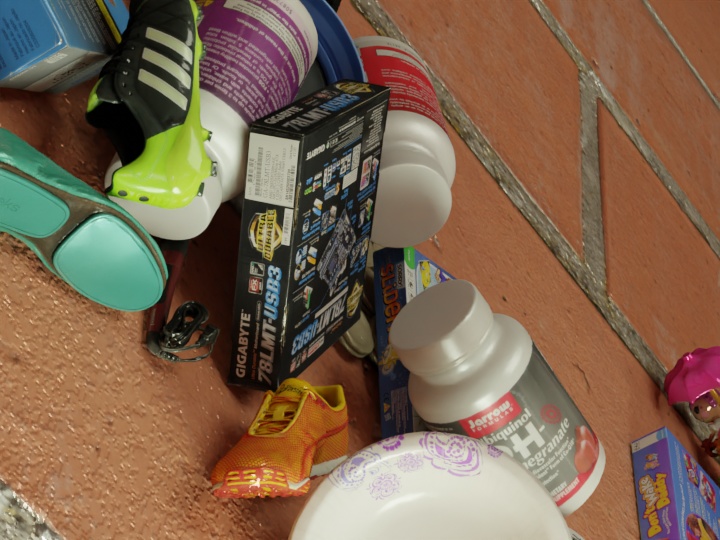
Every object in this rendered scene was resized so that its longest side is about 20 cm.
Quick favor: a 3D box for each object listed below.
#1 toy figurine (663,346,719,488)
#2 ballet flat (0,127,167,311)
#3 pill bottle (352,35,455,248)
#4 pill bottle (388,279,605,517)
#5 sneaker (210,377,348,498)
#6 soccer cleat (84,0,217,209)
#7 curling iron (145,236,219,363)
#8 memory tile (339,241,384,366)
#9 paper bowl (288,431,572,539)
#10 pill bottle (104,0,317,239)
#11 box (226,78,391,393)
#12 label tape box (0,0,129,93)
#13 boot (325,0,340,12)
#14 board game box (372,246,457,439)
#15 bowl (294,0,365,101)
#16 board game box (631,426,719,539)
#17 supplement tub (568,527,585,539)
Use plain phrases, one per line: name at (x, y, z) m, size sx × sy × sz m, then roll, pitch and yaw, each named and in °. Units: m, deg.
toy figurine at (0.424, 0.177, 2.270) m, size 0.185 × 0.150 × 0.200 m, roll 60°, pitch -3°, yaw 22°
ballet flat at (-0.200, -0.042, 1.305) m, size 0.200 × 0.067 × 0.071 m, roll 37°, pitch 22°, yaw -47°
pill bottle at (0.021, -0.110, 1.717) m, size 0.112 × 0.112 × 0.200 m, roll 45°, pitch 18°, yaw -32°
pill bottle at (0.107, 0.106, 1.596) m, size 0.200 × 0.110 × 0.111 m, roll 54°, pitch 24°, yaw -27°
sneaker at (-0.060, 0.118, 1.387) m, size 0.200 × 0.073 × 0.078 m, roll -23°, pitch 110°, yaw -76°
soccer cleat at (-0.149, -0.134, 1.359) m, size 0.081 × 0.068 × 0.201 m, roll 5°, pitch 57°, yaw -24°
curling iron at (-0.130, -0.003, 1.442) m, size 0.049 × 0.026 × 0.201 m, roll 11°, pitch 39°, yaw -13°
memory tile at (0.000, 0.000, 1.720) m, size 0.153 × 0.017 × 0.201 m, roll 26°, pitch 41°, yaw -53°
paper bowl at (0.050, 0.218, 1.363) m, size 0.104 × 0.200 × 0.202 m, roll 70°, pitch -1°, yaw -74°
pill bottle at (-0.114, -0.121, 1.467) m, size 0.112 × 0.112 × 0.201 m, roll 48°, pitch 45°, yaw -27°
box at (-0.038, -0.031, 1.502) m, size 0.200 × 0.049 × 0.200 m, roll -39°, pitch 140°, yaw -65°
label tape box at (-0.233, -0.201, 1.399) m, size 0.145 × 0.063 × 0.200 m, roll 62°, pitch 10°, yaw 2°
boot at (-0.083, -0.265, 1.762) m, size 0.200 × 0.138 × 0.078 m, roll 105°, pitch 2°, yaw -62°
board game box at (0.065, 0.092, 1.687) m, size 0.135 × 0.034 × 0.201 m, roll 33°, pitch 45°, yaw -48°
bowl at (-0.087, -0.175, 1.630) m, size 0.200 × 0.039 × 0.201 m, roll 22°, pitch 49°, yaw -27°
board game box at (0.344, 0.280, 2.068) m, size 0.135 × 0.045 × 0.201 m, roll 47°, pitch 27°, yaw -30°
supplement tub at (0.110, 0.271, 1.510) m, size 0.123 × 0.122 × 0.200 m, roll 62°, pitch 23°, yaw 1°
